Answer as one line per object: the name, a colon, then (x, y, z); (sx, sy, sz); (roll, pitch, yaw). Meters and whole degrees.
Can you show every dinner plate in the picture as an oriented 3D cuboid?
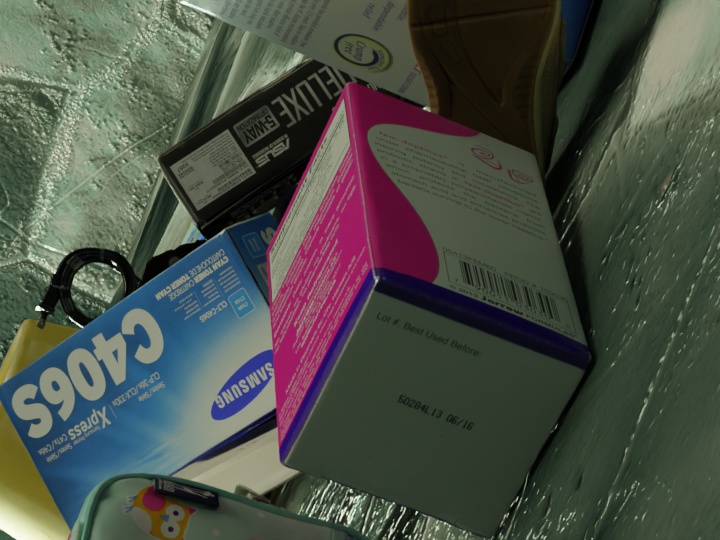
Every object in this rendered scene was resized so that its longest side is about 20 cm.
dinner plate: (-0.055, 0.098, 1.404); (0.200, 0.024, 0.200); (-27, 2, 1)

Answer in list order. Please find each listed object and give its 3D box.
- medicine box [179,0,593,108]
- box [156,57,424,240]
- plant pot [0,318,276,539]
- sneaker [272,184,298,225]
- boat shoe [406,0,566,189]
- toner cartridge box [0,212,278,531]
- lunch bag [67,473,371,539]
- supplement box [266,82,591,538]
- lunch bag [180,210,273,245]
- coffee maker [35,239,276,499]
medicine box: (0.031, -0.199, 1.455); (0.103, 0.200, 0.182); (125, 165, -63)
box: (-0.020, -0.092, 1.586); (0.200, 0.050, 0.158); (-34, -3, -3)
plant pot: (-0.161, 0.126, 1.832); (0.201, 0.189, 0.201); (-156, 90, -81)
sneaker: (0.000, 0.000, 1.450); (0.074, 0.081, 0.200); (-57, 19, -3)
boat shoe: (0.062, -0.109, 1.307); (0.065, 0.071, 0.200); (-63, -22, -59)
toner cartridge box: (-0.104, 0.058, 1.480); (0.200, 0.095, 0.043); (-34, -6, 35)
lunch bag: (-0.061, 0.184, 1.177); (0.077, 0.160, 0.200); (115, 167, -48)
supplement box: (0.025, 0.012, 1.213); (0.200, 0.101, 0.103); (-95, 29, -61)
lunch bag: (-0.097, -0.013, 2.164); (0.161, 0.082, 0.200); (-85, 18, -56)
coffee maker: (-0.106, 0.056, 1.655); (0.135, 0.192, 0.200); (-56, 6, -23)
